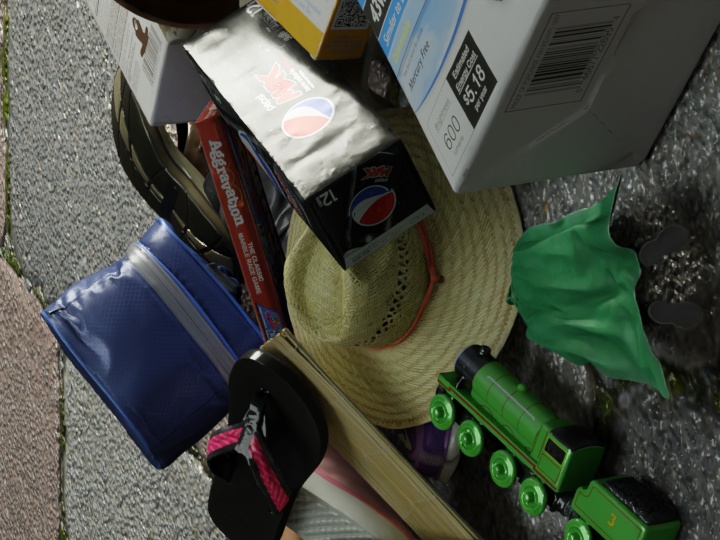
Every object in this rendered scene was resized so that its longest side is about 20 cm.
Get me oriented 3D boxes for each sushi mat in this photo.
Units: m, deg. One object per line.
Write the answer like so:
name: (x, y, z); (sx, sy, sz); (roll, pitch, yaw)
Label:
sushi mat: (0.009, 0.117, 1.528); (0.200, 0.012, 0.096); (47, 164, 0)

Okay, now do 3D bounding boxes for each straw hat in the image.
straw hat: (0.000, 0.000, 1.478); (0.200, 0.085, 0.202); (1, 92, 39)

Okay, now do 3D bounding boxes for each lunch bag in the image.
lunch bag: (-0.138, 0.052, 1.768); (0.136, 0.132, 0.200); (51, 172, 5)

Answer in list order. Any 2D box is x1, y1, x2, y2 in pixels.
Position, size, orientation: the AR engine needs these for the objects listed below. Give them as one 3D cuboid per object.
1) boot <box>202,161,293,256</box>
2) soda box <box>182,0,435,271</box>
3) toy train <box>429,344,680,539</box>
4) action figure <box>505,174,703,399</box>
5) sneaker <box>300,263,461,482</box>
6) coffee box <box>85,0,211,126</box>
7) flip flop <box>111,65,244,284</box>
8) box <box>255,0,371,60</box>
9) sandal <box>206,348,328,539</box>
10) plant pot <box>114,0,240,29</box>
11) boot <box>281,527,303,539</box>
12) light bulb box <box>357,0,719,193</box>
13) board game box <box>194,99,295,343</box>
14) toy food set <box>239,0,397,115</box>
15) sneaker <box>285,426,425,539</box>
boot: (-0.047, -0.052, 1.687); (0.200, 0.070, 0.132); (108, 141, -59)
soda box: (-0.034, -0.087, 1.457); (0.200, 0.071, 0.063); (52, 173, 49)
toy train: (0.109, 0.109, 1.396); (0.200, 0.042, 0.057); (42, 126, 40)
action figure: (0.126, 0.009, 1.345); (0.200, 0.054, 0.119); (177, 84, -71)
sneaker: (0.007, 0.062, 1.572); (0.200, 0.083, 0.081); (58, 145, 39)
coffee box: (-0.127, -0.201, 1.738); (0.080, 0.114, 0.200); (106, 147, -41)
flip flop: (-0.132, -0.077, 1.860); (0.200, 0.057, 0.081); (54, 150, 18)
box: (-0.013, -0.239, 1.426); (0.119, 0.041, 0.201); (48, 127, 37)
sandal: (-0.069, 0.129, 1.561); (0.075, 0.045, 0.200); (35, 141, 17)
plant pot: (-0.124, -0.289, 1.661); (0.200, 0.186, 0.188); (-120, 31, -59)
boot: (-0.040, 0.179, 1.721); (0.200, 0.073, 0.155); (42, 130, 50)
light bulb box: (0.092, -0.183, 1.277); (0.200, 0.124, 0.199); (64, 149, 30)
board game box: (-0.067, -0.014, 1.612); (0.103, 0.019, 0.201); (-85, -22, -78)
toy food set: (-0.003, -0.215, 1.540); (0.143, 0.060, 0.201); (38, 124, 44)
sneaker: (0.007, 0.150, 1.626); (0.200, 0.105, 0.075); (39, 139, 14)
